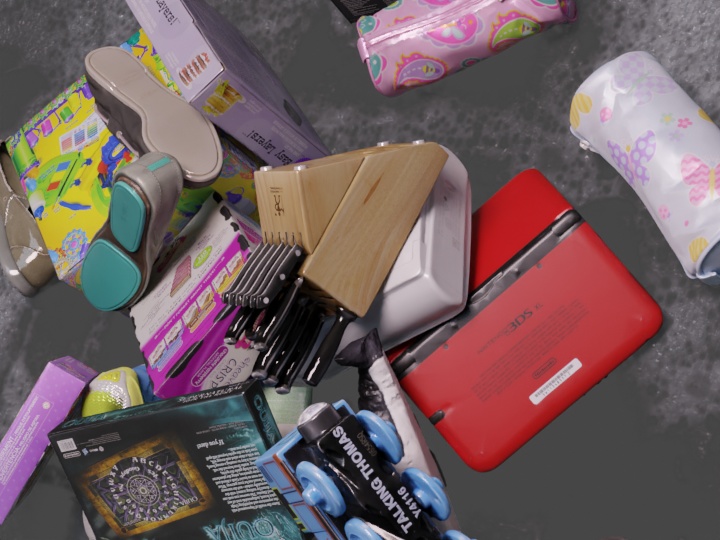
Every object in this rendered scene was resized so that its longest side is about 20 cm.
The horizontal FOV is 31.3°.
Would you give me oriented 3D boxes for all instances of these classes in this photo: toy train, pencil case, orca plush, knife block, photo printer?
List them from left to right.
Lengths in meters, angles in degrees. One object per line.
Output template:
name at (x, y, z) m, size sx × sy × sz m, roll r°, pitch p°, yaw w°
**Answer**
knife block at (-0.016, -0.002, 1.004) m, size 0.064 × 0.200 × 0.176 m, roll 7°, pitch 108°, yaw 53°
photo printer at (0.000, 0.000, 1.092) m, size 0.200 × 0.069 × 0.167 m, roll -29°, pitch 38°, yaw 32°
toy train at (0.013, 0.183, 0.931) m, size 0.087 × 0.114 × 0.200 m, roll -38°, pitch 92°, yaw -25°
orca plush at (0.016, 0.151, 1.000) m, size 0.071 × 0.200 × 0.105 m, roll -22°, pitch 22°, yaw 8°
pencil case at (0.096, -0.228, 1.165) m, size 0.199 × 0.087 × 0.088 m, roll -19°, pitch 61°, yaw 22°
pencil case at (0.247, -0.083, 1.015) m, size 0.091 × 0.083 × 0.200 m, roll -35°, pitch 56°, yaw 4°

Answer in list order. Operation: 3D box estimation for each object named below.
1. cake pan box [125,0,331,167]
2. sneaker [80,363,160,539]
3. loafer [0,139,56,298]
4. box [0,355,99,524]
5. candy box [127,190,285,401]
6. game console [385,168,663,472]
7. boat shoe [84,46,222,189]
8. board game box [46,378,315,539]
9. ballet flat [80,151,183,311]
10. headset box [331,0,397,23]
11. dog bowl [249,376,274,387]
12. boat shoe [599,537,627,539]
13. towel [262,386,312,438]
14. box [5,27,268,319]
cake pan box at (-0.130, -0.192, 1.217) m, size 0.052 × 0.184 × 0.200 m, roll -39°, pitch 56°, yaw 9°
sneaker at (-0.194, 0.175, 1.153) m, size 0.075 × 0.105 × 0.201 m, roll 10°, pitch 111°, yaw 21°
loafer at (-0.355, -0.063, 1.365) m, size 0.069 × 0.075 × 0.200 m, roll -27°, pitch 62°, yaw 3°
box at (-0.293, 0.147, 1.166) m, size 0.039 × 0.200 × 0.137 m, roll 31°, pitch 84°, yaw -6°
candy box at (-0.129, 0.027, 1.110) m, size 0.136 × 0.061 × 0.200 m, roll -49°, pitch 28°, yaw 7°
game console at (0.123, 0.038, 1.073) m, size 0.200 × 0.119 × 0.172 m, roll -41°, pitch 86°, yaw 8°
boat shoe at (-0.184, -0.128, 1.160) m, size 0.067 × 0.057 × 0.200 m, roll -26°, pitch 55°, yaw -26°
board game box at (-0.144, 0.168, 1.027) m, size 0.199 × 0.028 × 0.136 m, roll -14°, pitch 105°, yaw 28°
ballet flat at (-0.194, -0.031, 1.125) m, size 0.067 × 0.200 × 0.064 m, roll 43°, pitch 53°, yaw 8°
headset box at (0.023, -0.331, 1.180) m, size 0.174 × 0.200 × 0.093 m, roll -7°, pitch 66°, yaw 28°
dog bowl at (-0.113, 0.136, 1.144) m, size 0.111 × 0.050 × 0.201 m, roll -17°, pitch 62°, yaw 23°
boat shoe at (0.119, 0.256, 0.945) m, size 0.200 × 0.057 × 0.067 m, roll -36°, pitch 56°, yaw 12°
towel at (-0.109, 0.198, 1.070) m, size 0.152 × 0.023 × 0.201 m, roll -4°, pitch 75°, yaw 30°
box at (-0.213, -0.097, 1.260) m, size 0.200 × 0.122 × 0.193 m, roll -36°, pitch 56°, yaw 10°
